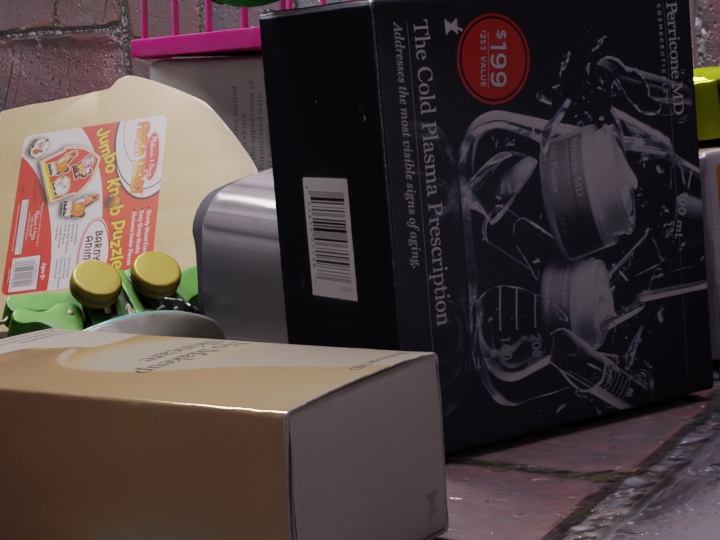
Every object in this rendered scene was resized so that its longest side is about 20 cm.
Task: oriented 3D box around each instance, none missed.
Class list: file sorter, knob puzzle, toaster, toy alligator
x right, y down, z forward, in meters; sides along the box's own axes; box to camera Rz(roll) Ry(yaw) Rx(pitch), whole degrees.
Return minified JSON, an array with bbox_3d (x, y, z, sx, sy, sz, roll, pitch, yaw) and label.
[{"bbox_3d":[-0.052,-0.211,1.137,0.138,0.127,0.199,-5,7,-35],"label":"file sorter"},{"bbox_3d":[-0.156,-0.040,1.112,0.218,0.221,0.030,-1,-29,19],"label":"knob puzzle"},{"bbox_3d":[0.000,0.000,0.909,0.129,0.115,0.199,6,12,39],"label":"toaster"},{"bbox_3d":[-0.162,0.034,0.975,0.199,0.060,0.054,-10,51,-33],"label":"toy alligator"}]

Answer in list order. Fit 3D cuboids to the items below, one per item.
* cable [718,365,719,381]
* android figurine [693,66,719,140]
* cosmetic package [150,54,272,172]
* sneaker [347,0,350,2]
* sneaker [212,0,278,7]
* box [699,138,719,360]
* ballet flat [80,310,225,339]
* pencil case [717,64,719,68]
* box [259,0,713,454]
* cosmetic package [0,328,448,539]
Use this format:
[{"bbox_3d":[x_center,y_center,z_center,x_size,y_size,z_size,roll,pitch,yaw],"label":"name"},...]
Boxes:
[{"bbox_3d":[0.271,0.035,0.755,0.199,0.051,0.163,-11,11,-39],"label":"cable"},{"bbox_3d":[0.165,-0.091,0.941,0.199,0.041,0.182,-3,7,35],"label":"android figurine"},{"bbox_3d":[-0.023,-0.069,1.169,0.199,0.166,0.164,5,9,43],"label":"cosmetic package"},{"bbox_3d":[0.038,-0.117,0.904,0.199,0.081,0.075,-32,-47,26],"label":"sneaker"},{"bbox_3d":[-0.001,-0.161,0.744,0.085,0.079,0.199,5,12,45],"label":"sneaker"},{"bbox_3d":[0.233,-0.023,0.939,0.199,0.113,0.101,-10,8,-32],"label":"box"},{"bbox_3d":[-0.143,0.068,0.757,0.199,0.068,0.064,-10,38,-29],"label":"ballet flat"},{"bbox_3d":[0.229,-0.078,1.070,0.092,0.200,0.085,28,20,-40],"label":"pencil case"},{"bbox_3d":[0.062,-0.031,0.787,0.181,0.202,0.104,-10,9,-32],"label":"box"},{"bbox_3d":[-0.076,0.069,0.631,0.199,0.072,0.105,1,10,32],"label":"cosmetic package"}]
